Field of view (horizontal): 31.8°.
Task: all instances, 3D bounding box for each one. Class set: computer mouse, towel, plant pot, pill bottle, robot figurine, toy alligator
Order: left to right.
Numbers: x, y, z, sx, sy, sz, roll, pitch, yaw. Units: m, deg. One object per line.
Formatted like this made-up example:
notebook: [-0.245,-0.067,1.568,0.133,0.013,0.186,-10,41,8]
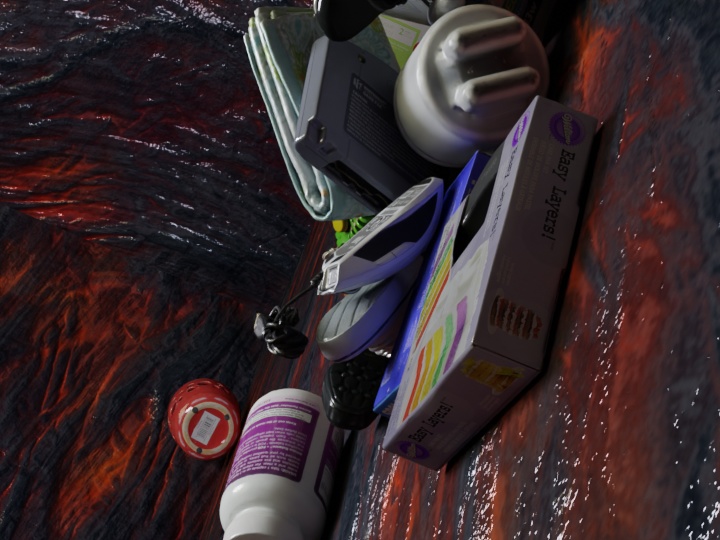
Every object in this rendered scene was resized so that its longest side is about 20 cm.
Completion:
plant pot: [-0.410,0.403,3.369,0.203,0.198,0.182,-68,15,1]
pill bottle: [-0.083,0.226,1.304,0.201,0.111,0.113,-75,9,-54]
towel: [-0.012,-0.148,1.166,0.048,0.203,0.170,-25,-8,42]
toy alligator: [-0.010,-0.065,2.025,0.055,0.059,0.201,58,141,30]
computer mouse: [0.000,0.000,1.020,0.199,0.044,0.110,-40,8,-9]
robot figurine: [0.090,-0.151,1.064,0.200,0.111,0.173,150,109,-80]

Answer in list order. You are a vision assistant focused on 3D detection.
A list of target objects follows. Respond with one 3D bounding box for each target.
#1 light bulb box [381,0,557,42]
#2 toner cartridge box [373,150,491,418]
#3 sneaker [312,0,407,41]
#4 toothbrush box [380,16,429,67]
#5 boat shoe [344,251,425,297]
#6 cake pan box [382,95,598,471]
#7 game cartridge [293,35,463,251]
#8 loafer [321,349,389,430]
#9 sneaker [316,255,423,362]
light bulb box: [0.093,-0.329,1.147,0.124,0.198,0.201,24,-92,-54]
toner cartridge box: [0.069,0.016,0.994,0.095,0.043,0.202,122,168,-69]
sneaker: [0.042,-0.260,1.035,0.200,0.075,0.088,-48,52,14]
toothbrush box: [0.057,-0.242,1.560,0.086,0.144,0.202,-89,22,-76]
boat shoe: [0.039,-0.003,1.281,0.070,0.071,0.200,-27,-11,-26]
cake pan box: [0.085,0.010,0.837,0.184,0.052,0.202,126,165,-60]
game cartridge: [0.024,-0.114,1.127,0.041,0.199,0.135,-19,47,41]
loafer: [-0.003,0.116,1.208,0.201,0.067,0.071,-70,-4,-75]
sneaker: [0.025,0.041,1.072,0.072,0.071,0.200,-26,8,28]
